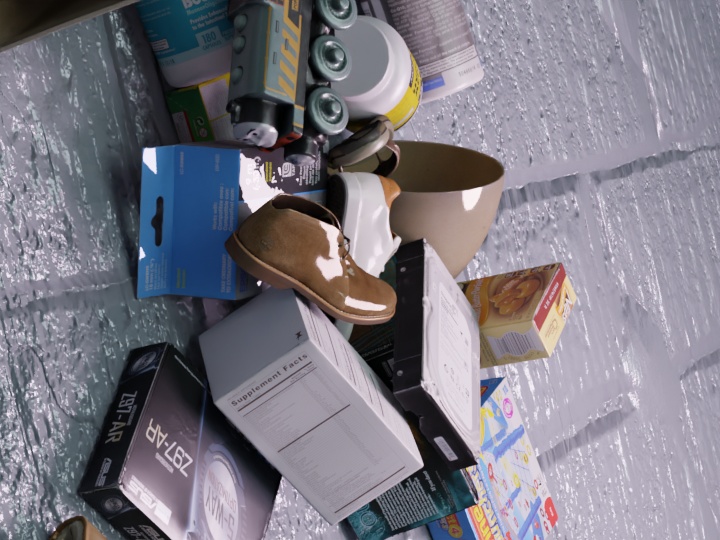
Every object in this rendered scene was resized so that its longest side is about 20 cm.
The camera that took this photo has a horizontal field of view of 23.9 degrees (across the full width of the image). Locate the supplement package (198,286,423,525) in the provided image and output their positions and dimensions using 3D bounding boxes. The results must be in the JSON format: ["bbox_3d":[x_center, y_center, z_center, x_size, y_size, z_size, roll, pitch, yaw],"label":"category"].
[{"bbox_3d":[-0.047,0.123,1.609,0.200,0.114,0.110,51,10,-34],"label":"supplement package"}]

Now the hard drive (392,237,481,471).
[{"bbox_3d":[0.079,0.083,1.721,0.140,0.038,0.200,55,26,-39],"label":"hard drive"}]

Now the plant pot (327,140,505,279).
[{"bbox_3d":[0.053,-0.051,1.843,0.200,0.200,0.135,-33,130,-57],"label":"plant pot"}]

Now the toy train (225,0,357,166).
[{"bbox_3d":[-0.071,-0.197,1.570,0.114,0.085,0.201,16,69,-33],"label":"toy train"}]

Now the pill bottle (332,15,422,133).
[{"bbox_3d":[0.003,-0.207,1.804,0.200,0.111,0.112,19,60,-82],"label":"pill bottle"}]

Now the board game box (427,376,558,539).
[{"bbox_3d":[0.144,0.257,1.979,0.196,0.056,0.200,-44,116,-55],"label":"board game box"}]

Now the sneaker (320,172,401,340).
[{"bbox_3d":[0.000,0.000,1.692,0.084,0.073,0.201,-2,117,-30],"label":"sneaker"}]

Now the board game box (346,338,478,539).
[{"bbox_3d":[0.020,0.178,1.737,0.028,0.135,0.200,-87,153,-66],"label":"board game box"}]

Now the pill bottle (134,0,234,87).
[{"bbox_3d":[-0.169,-0.284,1.620,0.111,0.111,0.200,-43,115,-55],"label":"pill bottle"}]

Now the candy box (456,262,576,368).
[{"bbox_3d":[0.128,0.059,1.886,0.055,0.200,0.116,64,34,-23],"label":"candy box"}]

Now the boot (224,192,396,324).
[{"bbox_3d":[-0.027,-0.009,1.578,0.200,0.076,0.074,25,21,-40],"label":"boot"}]

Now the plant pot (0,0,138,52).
[{"bbox_3d":[-0.245,-0.322,1.454,0.177,0.199,0.200,-54,125,-66],"label":"plant pot"}]

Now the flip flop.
[{"bbox_3d":[0.009,-0.115,1.720,0.058,0.081,0.200,55,1,-4],"label":"flip flop"}]

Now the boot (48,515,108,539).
[{"bbox_3d":[-0.198,0.327,1.405,0.200,0.066,0.175,51,28,-38],"label":"boot"}]

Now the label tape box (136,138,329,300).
[{"bbox_3d":[-0.116,-0.049,1.603,0.200,0.063,0.145,-12,109,-52],"label":"label tape box"}]

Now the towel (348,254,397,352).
[{"bbox_3d":[-0.003,0.061,1.764,0.146,0.022,0.200,-33,114,-11],"label":"towel"}]

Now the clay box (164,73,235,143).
[{"bbox_3d":[-0.111,-0.151,1.723,0.200,0.047,0.115,-33,110,-57],"label":"clay box"}]

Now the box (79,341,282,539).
[{"bbox_3d":[-0.155,0.187,1.536,0.200,0.043,0.161,52,39,-35],"label":"box"}]

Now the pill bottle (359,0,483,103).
[{"bbox_3d":[0.063,-0.303,1.995,0.114,0.114,0.201,-37,111,-56],"label":"pill bottle"}]
